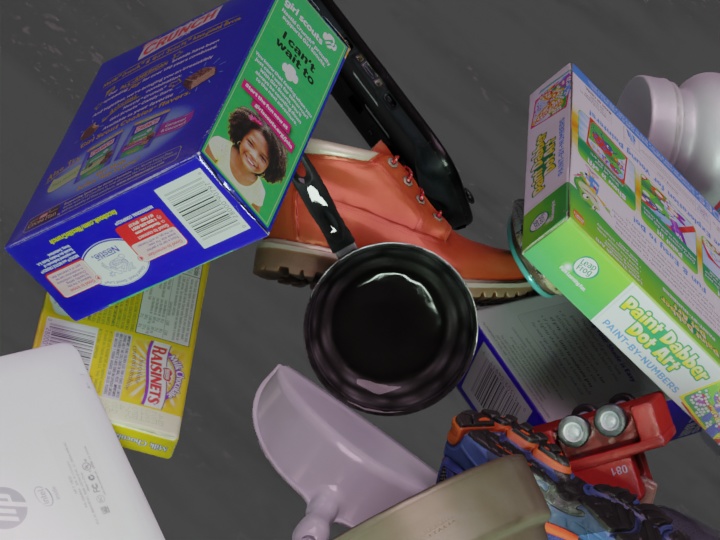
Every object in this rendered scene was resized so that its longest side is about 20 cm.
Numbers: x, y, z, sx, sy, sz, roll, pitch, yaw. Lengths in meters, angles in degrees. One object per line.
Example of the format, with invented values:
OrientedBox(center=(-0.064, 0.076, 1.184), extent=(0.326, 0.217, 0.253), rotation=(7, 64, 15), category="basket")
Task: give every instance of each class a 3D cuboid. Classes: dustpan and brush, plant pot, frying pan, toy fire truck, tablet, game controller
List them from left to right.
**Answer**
OrientedBox(center=(-0.191, 0.137, 1.365), extent=(0.130, 0.014, 0.201), rotation=(-14, 60, -27), category="tablet")
OrientedBox(center=(-0.015, 0.129, 1.407), extent=(0.139, 0.057, 0.200), rotation=(36, 6, -2), category="dustpan and brush")
OrientedBox(center=(-0.010, 0.014, 1.515), extent=(0.190, 0.115, 0.031), rotation=(38, 5, -8), category="frying pan")
OrientedBox(center=(0.018, -0.117, 1.664), extent=(0.042, 0.105, 0.200), rotation=(-29, 60, -13), category="game controller")
OrientedBox(center=(0.046, 0.224, 1.298), extent=(0.199, 0.200, 0.174), rotation=(-20, 74, -37), category="plant pot")
OrientedBox(center=(0.161, 0.152, 1.449), extent=(0.049, 0.199, 0.142), rotation=(-19, 91, -72), category="toy fire truck")

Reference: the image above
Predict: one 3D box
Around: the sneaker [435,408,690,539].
OrientedBox(center=(0.128, 0.165, 1.405), extent=(0.200, 0.079, 0.075), rotation=(36, 26, 20), category="sneaker")

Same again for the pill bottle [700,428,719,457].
OrientedBox(center=(0.317, 0.156, 1.530), extent=(0.104, 0.104, 0.200), rotation=(-23, 60, -39), category="pill bottle")

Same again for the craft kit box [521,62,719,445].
OrientedBox(center=(0.186, -0.012, 1.506), extent=(0.200, 0.048, 0.198), rotation=(43, 25, -20), category="craft kit box")

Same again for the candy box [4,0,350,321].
OrientedBox(center=(-0.114, -0.080, 1.477), extent=(0.077, 0.169, 0.200), rotation=(49, 37, -26), category="candy box")

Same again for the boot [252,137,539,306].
OrientedBox(center=(0.033, -0.031, 1.575), extent=(0.199, 0.075, 0.108), rotation=(12, 79, -15), category="boot")

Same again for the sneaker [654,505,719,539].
OrientedBox(center=(0.267, 0.201, 1.476), extent=(0.200, 0.088, 0.074), rotation=(37, 44, 12), category="sneaker")

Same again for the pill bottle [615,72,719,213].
OrientedBox(center=(0.294, -0.089, 1.755), extent=(0.199, 0.109, 0.109), rotation=(10, 45, -16), category="pill bottle")

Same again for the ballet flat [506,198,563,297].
OrientedBox(center=(0.140, -0.031, 1.590), extent=(0.072, 0.072, 0.200), rotation=(27, 10, 2), category="ballet flat")

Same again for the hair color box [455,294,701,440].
OrientedBox(center=(0.168, 0.066, 1.581), extent=(0.199, 0.065, 0.110), rotation=(-13, 55, -31), category="hair color box")

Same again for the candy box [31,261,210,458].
OrientedBox(center=(-0.154, 0.028, 1.497), extent=(0.102, 0.026, 0.201), rotation=(17, 44, -10), category="candy box")
